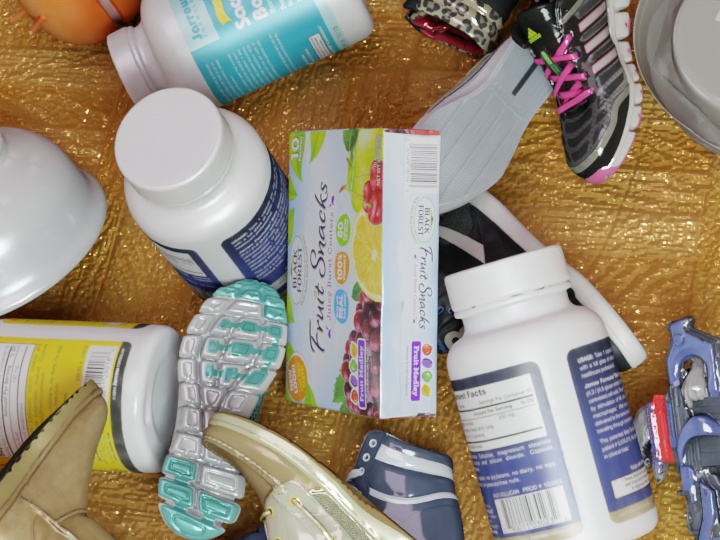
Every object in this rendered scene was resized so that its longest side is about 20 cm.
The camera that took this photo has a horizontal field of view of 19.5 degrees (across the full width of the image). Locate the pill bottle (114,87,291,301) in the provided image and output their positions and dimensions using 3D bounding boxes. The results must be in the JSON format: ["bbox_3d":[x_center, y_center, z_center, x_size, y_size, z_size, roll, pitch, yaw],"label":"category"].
[{"bbox_3d":[-0.109,-0.053,1.553,0.111,0.200,0.112,-6,65,13],"label":"pill bottle"}]

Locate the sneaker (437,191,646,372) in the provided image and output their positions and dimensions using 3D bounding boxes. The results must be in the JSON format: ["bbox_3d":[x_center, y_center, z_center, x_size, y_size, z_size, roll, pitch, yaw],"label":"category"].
[{"bbox_3d":[0.110,0.036,1.526,0.112,0.073,0.200,-44,54,-2],"label":"sneaker"}]

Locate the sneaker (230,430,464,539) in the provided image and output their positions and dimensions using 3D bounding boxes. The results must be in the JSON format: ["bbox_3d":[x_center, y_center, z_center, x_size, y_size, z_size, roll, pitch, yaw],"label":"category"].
[{"bbox_3d":[-0.024,0.175,1.497,0.199,0.070,0.109,-4,70,8],"label":"sneaker"}]

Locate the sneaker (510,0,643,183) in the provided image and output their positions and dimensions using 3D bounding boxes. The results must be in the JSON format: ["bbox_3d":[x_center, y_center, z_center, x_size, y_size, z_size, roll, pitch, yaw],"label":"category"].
[{"bbox_3d":[0.154,-0.161,1.554,0.074,0.087,0.201,-29,56,54],"label":"sneaker"}]

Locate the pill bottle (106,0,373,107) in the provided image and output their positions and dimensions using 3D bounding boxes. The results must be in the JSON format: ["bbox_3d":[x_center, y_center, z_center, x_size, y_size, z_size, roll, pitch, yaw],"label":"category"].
[{"bbox_3d":[-0.098,-0.197,1.666,0.199,0.111,0.111,-25,62,4],"label":"pill bottle"}]

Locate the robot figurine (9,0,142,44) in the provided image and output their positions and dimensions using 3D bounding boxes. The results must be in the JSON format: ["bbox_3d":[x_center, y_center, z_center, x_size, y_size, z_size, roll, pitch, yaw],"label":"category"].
[{"bbox_3d":[-0.208,-0.268,1.727,0.200,0.117,0.144,-44,69,-5],"label":"robot figurine"}]

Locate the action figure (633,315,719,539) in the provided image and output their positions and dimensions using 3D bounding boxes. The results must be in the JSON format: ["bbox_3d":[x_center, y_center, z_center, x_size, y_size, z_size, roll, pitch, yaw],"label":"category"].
[{"bbox_3d":[0.274,0.130,1.437,0.193,0.105,0.201,2,94,24],"label":"action figure"}]

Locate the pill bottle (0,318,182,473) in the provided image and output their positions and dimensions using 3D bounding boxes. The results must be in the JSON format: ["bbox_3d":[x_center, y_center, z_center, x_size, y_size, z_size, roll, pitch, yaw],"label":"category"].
[{"bbox_3d":[-0.235,0.092,1.576,0.199,0.111,0.112,2,67,18],"label":"pill bottle"}]

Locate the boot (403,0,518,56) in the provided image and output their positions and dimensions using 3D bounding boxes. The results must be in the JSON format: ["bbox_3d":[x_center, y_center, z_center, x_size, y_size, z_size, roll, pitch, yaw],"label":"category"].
[{"bbox_3d":[0.067,-0.271,1.673,0.203,0.073,0.154,31,81,28],"label":"boot"}]

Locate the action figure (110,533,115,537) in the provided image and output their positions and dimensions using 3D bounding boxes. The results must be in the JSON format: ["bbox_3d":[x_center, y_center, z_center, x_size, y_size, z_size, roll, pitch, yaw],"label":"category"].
[{"bbox_3d":[-0.242,0.269,1.525,0.200,0.149,0.134,-27,28,23],"label":"action figure"}]

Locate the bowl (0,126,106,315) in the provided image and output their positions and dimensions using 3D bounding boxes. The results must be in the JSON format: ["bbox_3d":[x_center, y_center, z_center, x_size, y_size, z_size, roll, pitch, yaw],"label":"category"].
[{"bbox_3d":[-0.306,-0.052,1.631,0.200,0.091,0.201,-14,38,11],"label":"bowl"}]

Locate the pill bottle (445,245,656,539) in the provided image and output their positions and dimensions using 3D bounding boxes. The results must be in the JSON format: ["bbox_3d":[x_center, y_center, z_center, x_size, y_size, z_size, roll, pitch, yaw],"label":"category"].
[{"bbox_3d":[0.123,0.090,1.416,0.111,0.111,0.201,-15,89,10],"label":"pill bottle"}]

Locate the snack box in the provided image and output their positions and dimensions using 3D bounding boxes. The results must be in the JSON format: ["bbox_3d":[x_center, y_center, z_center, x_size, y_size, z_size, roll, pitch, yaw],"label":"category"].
[{"bbox_3d":[0.000,0.000,1.497,0.142,0.053,0.201,3,93,61],"label":"snack box"}]

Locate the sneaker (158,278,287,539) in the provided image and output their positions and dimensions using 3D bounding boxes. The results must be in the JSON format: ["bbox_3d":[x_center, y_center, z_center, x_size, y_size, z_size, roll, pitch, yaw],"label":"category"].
[{"bbox_3d":[-0.106,0.104,1.543,0.077,0.091,0.201,17,73,-1],"label":"sneaker"}]

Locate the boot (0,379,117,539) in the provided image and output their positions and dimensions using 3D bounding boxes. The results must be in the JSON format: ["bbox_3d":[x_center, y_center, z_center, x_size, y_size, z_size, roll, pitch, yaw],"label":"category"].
[{"bbox_3d":[-0.168,0.198,1.446,0.200,0.066,0.175,42,52,-8],"label":"boot"}]

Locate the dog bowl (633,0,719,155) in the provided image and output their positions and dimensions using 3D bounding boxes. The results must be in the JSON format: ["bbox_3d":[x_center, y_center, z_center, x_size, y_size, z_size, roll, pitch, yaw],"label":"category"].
[{"bbox_3d":[0.306,-0.169,1.561,0.199,0.059,0.201,-7,64,14],"label":"dog bowl"}]

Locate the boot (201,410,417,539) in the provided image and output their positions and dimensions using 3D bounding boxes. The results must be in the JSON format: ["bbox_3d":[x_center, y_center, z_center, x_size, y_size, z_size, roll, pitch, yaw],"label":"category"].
[{"bbox_3d":[-0.059,0.205,1.415,0.200,0.072,0.155,37,80,7],"label":"boot"}]

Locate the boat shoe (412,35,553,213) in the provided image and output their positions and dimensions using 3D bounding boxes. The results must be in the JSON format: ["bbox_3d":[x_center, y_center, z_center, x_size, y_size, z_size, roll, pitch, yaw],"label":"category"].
[{"bbox_3d":[0.084,-0.106,1.572,0.072,0.062,0.200,49,56,-9],"label":"boat shoe"}]
